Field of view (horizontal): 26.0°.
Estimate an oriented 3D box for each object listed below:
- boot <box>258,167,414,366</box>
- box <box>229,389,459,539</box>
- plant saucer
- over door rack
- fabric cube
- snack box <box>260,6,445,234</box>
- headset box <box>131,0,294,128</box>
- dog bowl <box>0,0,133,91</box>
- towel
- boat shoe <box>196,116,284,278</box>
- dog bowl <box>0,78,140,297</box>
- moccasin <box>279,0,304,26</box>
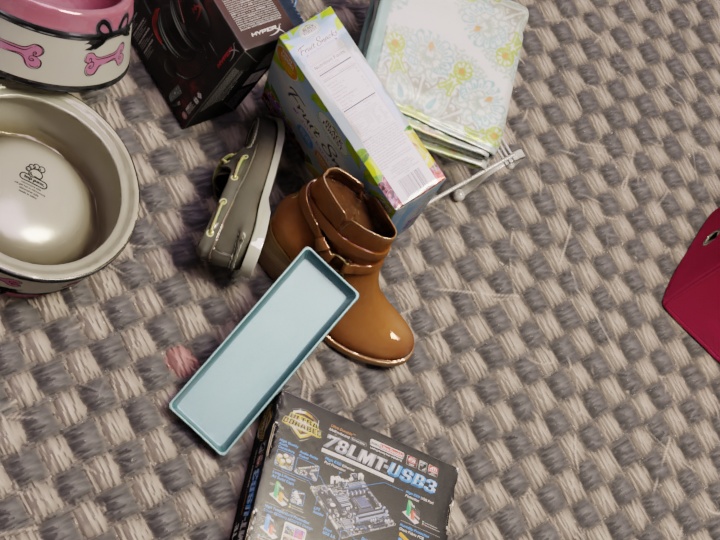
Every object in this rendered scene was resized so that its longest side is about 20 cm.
[{"bbox_3d":[0.000,0.000,1.491,0.199,0.155,0.074,38,50,-9],"label":"boot"},{"bbox_3d":[-0.016,0.236,1.417,0.199,0.050,0.200,25,52,-18],"label":"box"},{"bbox_3d":[-0.088,0.074,1.436,0.070,0.019,0.200,42,72,-5],"label":"plant saucer"},{"bbox_3d":[0.060,-0.137,1.676,0.199,0.067,0.149,-27,80,-26],"label":"over door rack"},{"bbox_3d":[0.504,0.005,1.789,0.200,0.199,0.197,43,51,-5],"label":"fabric cube"},{"bbox_3d":[-0.011,-0.132,1.523,0.067,0.169,0.201,-33,84,-16],"label":"snack box"},{"bbox_3d":[-0.169,-0.268,1.538,0.075,0.149,0.201,-25,80,-40],"label":"headset box"},{"bbox_3d":[-0.298,-0.251,1.436,0.198,0.074,0.201,20,31,-13],"label":"dog bowl"},{"bbox_3d":[0.081,-0.220,1.649,0.170,0.048,0.202,20,68,-14],"label":"towel"},{"bbox_3d":[-0.115,-0.081,1.517,0.060,0.072,0.203,15,47,-8],"label":"boat shoe"},{"bbox_3d":[-0.300,-0.066,1.388,0.198,0.074,0.202,15,57,-24],"label":"dog bowl"},{"bbox_3d":[-0.103,-0.314,1.649,0.068,0.080,0.201,-31,84,-29],"label":"moccasin"}]
